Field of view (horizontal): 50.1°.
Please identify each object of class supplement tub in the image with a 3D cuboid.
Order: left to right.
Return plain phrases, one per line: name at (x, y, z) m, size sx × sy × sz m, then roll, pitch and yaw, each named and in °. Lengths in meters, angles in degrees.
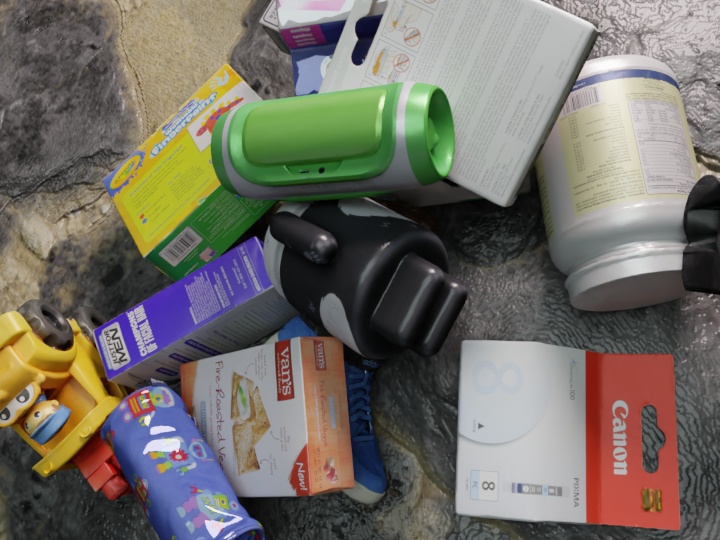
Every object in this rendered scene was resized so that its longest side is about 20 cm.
supplement tub at (0.238, -0.076, 0.712) m, size 0.143 × 0.145 × 0.203 m, roll -10°, pitch 72°, yaw 13°

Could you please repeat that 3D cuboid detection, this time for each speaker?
speaker at (-0.025, -0.106, 0.648) m, size 0.197 × 0.088 × 0.090 m, roll -1°, pitch 74°, yaw 25°

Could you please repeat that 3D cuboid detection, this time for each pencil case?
pencil case at (-0.159, 0.192, 0.695) m, size 0.200 × 0.086 × 0.079 m, roll 45°, pitch 132°, yaw 35°

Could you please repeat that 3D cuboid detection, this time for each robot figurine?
robot figurine at (0.000, -0.002, 0.692) m, size 0.124 × 0.152 × 0.199 m, roll -34°, pitch 43°, yaw -27°

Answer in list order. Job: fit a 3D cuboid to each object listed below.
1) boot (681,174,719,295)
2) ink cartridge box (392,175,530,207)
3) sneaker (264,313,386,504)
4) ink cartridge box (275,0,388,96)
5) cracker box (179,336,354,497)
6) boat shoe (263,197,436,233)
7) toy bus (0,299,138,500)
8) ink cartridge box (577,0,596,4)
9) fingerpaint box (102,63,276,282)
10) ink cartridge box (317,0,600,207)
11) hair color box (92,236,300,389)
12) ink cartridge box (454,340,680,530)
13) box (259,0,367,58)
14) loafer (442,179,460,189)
boot at (0.354, -0.052, 0.657) m, size 0.197 × 0.066 × 0.167 m, roll 5°, pitch 72°, yaw -23°
ink cartridge box at (0.099, -0.181, 0.815) m, size 0.143 × 0.084 × 0.203 m, roll -6°, pitch 73°, yaw 14°
sneaker at (-0.009, 0.117, 0.759) m, size 0.111 × 0.076 × 0.201 m, roll -41°, pitch 61°, yaw 15°
ink cartridge box at (0.019, -0.268, 0.679) m, size 0.193 × 0.043 × 0.203 m, roll -6°, pitch 96°, yaw 10°
cracker box at (-0.096, 0.144, 0.735) m, size 0.198 × 0.057 × 0.136 m, roll -17°, pitch 74°, yaw 43°
boat shoe at (-0.011, -0.048, 0.824) m, size 0.198 × 0.073 × 0.068 m, roll 12°, pitch 44°, yaw 27°
toy bus at (-0.297, 0.145, 0.779) m, size 0.135 × 0.200 × 0.193 m, roll -41°, pitch 76°, yaw 3°
ink cartridge box at (0.138, -0.324, 0.750) m, size 0.197 × 0.145 × 0.084 m, roll 15°, pitch 114°, yaw 8°
fingerpaint box at (-0.170, -0.108, 0.853) m, size 0.200 × 0.073 × 0.167 m, roll -43°, pitch 47°, yaw 0°
ink cartridge box at (0.078, -0.171, 0.663) m, size 0.199 × 0.050 × 0.164 m, roll 31°, pitch 111°, yaw 16°
hair color box at (-0.163, 0.052, 0.809) m, size 0.198 × 0.109 × 0.065 m, roll -31°, pitch 68°, yaw 5°
ink cartridge box at (0.189, 0.150, 0.713) m, size 0.197 × 0.047 × 0.163 m, roll -1°, pitch 74°, yaw 18°
box at (0.009, -0.252, 0.785) m, size 0.198 × 0.060 × 0.118 m, roll 28°, pitch 85°, yaw 24°
loafer at (0.026, -0.131, 0.736) m, size 0.198 × 0.075 × 0.070 m, roll 18°, pitch 77°, yaw 19°
